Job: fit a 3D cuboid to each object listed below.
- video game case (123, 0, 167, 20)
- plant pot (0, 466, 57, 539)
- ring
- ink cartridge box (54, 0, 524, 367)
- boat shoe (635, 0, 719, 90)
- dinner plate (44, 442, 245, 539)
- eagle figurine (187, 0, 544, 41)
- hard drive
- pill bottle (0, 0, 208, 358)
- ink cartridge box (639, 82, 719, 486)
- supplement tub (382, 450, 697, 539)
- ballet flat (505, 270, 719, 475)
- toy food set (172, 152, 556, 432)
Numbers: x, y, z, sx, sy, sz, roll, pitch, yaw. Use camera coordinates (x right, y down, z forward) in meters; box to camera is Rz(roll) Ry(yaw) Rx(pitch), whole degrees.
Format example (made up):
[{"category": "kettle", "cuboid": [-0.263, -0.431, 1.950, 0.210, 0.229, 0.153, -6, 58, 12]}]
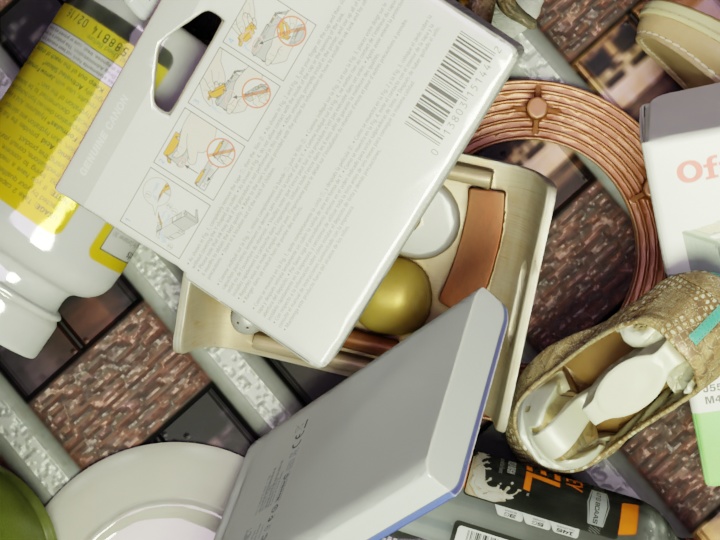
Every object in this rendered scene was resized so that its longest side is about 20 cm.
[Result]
[{"category": "video game case", "cuboid": [-0.091, -0.251, 1.052, 0.182, 0.022, 0.200, -41, 46, 5]}, {"category": "plant pot", "cuboid": [-0.252, 0.166, 1.011, 0.198, 0.193, 0.203, -1, 85, 13]}, {"category": "ring", "cuboid": [0.096, -0.012, 1.098, 0.198, 0.019, 0.203, 0, 88, 2]}, {"category": "ink cartridge box", "cuboid": [-0.038, -0.080, 1.001, 0.175, 0.045, 0.201, 33, 104, 3]}, {"category": "boat shoe", "cuboid": [0.228, -0.075, 1.069, 0.200, 0.071, 0.065, 40, 89, 3]}, {"category": "dinner plate", "cuboid": [-0.109, 0.201, 1.096, 0.198, 0.024, 0.203, 0, 88, 2]}, {"category": "eagle figurine", "cuboid": [0.003, -0.194, 1.075, 0.199, 0.152, 0.152, 17, 43, 32]}, {"category": "hard drive", "cuboid": [-0.008, 0.103, 0.996, 0.025, 0.133, 0.200, 39, 132, -18]}, {"category": "pill bottle", "cuboid": [-0.163, -0.056, 1.067, 0.111, 0.111, 0.201, 33, 88, 4]}, {"category": "ink cartridge box", "cuboid": [0.238, 0.000, 1.017, 0.144, 0.084, 0.202, -10, 108, 13]}, {"category": "supplement tub", "cuboid": [0.089, 0.170, 1.038, 0.198, 0.123, 0.124, 16, 88, 3]}, {"category": "ballet flat", "cuboid": [0.125, 0.065, 1.005, 0.071, 0.200, 0.065, 46, 47, 4]}, {"category": "toy food set", "cuboid": [0.000, 0.000, 1.055, 0.198, 0.060, 0.145, 13, 107, 8]}]
